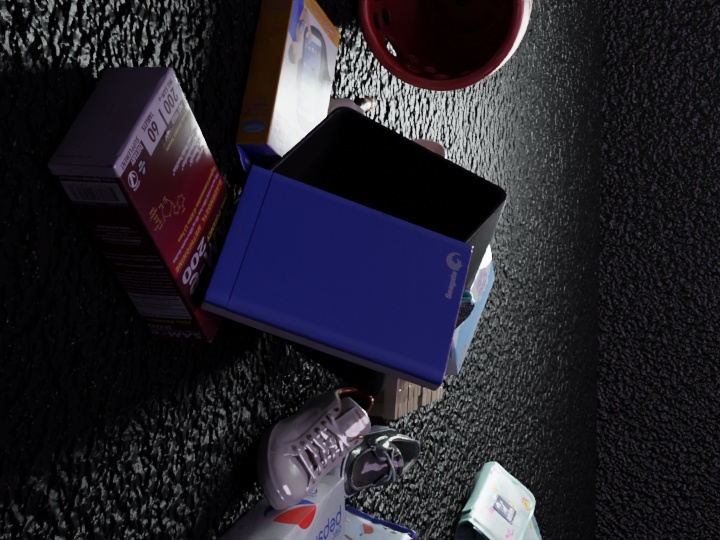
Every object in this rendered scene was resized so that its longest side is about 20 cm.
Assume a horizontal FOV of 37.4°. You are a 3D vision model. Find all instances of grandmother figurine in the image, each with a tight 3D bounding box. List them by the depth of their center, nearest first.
[{"bbox_3d":[0.006,-0.147,1.238,0.200,0.060,0.122,29,39,-63],"label":"grandmother figurine"}]

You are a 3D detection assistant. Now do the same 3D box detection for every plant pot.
[{"bbox_3d":[0.000,0.000,1.023,0.200,0.199,0.178,-45,153,-31],"label":"plant pot"},{"bbox_3d":[0.116,-0.329,1.293,0.182,0.199,0.202,-40,130,-65],"label":"plant pot"}]

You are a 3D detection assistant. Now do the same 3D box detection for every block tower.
[{"bbox_3d":[0.055,0.154,1.404,0.200,0.057,0.054,-2,95,-70],"label":"block tower"}]

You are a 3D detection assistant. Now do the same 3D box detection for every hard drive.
[{"bbox_3d":[-0.015,0.005,0.867,0.025,0.199,0.133,122,-14,-60],"label":"hard drive"}]

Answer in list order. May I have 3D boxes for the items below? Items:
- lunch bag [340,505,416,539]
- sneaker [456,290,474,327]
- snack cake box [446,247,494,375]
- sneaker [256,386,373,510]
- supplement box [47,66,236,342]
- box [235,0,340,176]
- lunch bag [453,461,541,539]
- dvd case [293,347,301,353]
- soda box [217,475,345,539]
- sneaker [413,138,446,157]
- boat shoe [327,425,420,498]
[{"bbox_3d":[-0.020,0.392,1.167,0.170,0.123,0.201,-29,133,-65],"label":"lunch bag"},{"bbox_3d":[0.060,-0.002,1.261,0.200,0.091,0.078,48,15,-20],"label":"sneaker"},{"bbox_3d":[0.098,0.044,1.413,0.200,0.114,0.067,-62,148,-47],"label":"snack cake box"},{"bbox_3d":[-0.042,0.170,1.099,0.073,0.084,0.200,59,26,-11],"label":"sneaker"},{"bbox_3d":[-0.155,-0.047,0.830,0.201,0.061,0.109,70,31,-47],"label":"supplement box"},{"bbox_3d":[-0.071,-0.173,1.055,0.119,0.041,0.201,39,55,-64],"label":"box"},{"bbox_3d":[0.226,0.448,1.796,0.170,0.121,0.201,-50,130,-53],"label":"lunch bag"},{"bbox_3d":[-0.007,-0.016,1.168,0.150,0.025,0.201,-3,97,-38],"label":"dvd case"},{"bbox_3d":[-0.080,0.271,1.064,0.200,0.063,0.069,-29,119,-65],"label":"soda box"},{"bbox_3d":[0.062,-0.072,1.371,0.085,0.075,0.201,94,20,-57],"label":"sneaker"},{"bbox_3d":[0.019,0.229,1.299,0.200,0.071,0.073,-20,112,-66],"label":"boat shoe"}]
